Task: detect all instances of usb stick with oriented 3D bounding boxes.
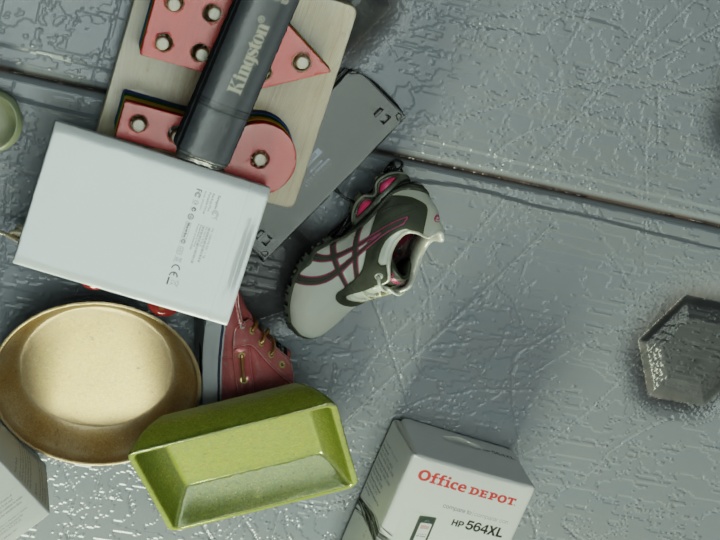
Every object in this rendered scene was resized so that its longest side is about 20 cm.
[{"bbox_3d":[-0.105,-0.183,1.480,0.055,0.033,0.201,21,104,-15],"label":"usb stick"}]

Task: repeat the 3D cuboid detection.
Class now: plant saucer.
[{"bbox_3d":[-0.112,0.175,1.647,0.199,0.048,0.200,-13,150,-1],"label":"plant saucer"},{"bbox_3d":[-0.252,0.100,1.619,0.199,0.035,0.201,-3,126,-4],"label":"plant saucer"}]

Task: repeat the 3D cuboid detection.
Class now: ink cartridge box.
[{"bbox_3d":[0.071,0.272,1.756,0.146,0.084,0.201,17,107,-19],"label":"ink cartridge box"}]

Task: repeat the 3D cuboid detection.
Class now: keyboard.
[{"bbox_3d":[-0.035,-0.089,1.626,0.200,0.021,0.127,-45,109,7],"label":"keyboard"}]

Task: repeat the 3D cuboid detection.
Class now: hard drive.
[{"bbox_3d":[-0.195,-0.042,1.514,0.199,0.027,0.132,17,97,-13],"label":"hard drive"}]

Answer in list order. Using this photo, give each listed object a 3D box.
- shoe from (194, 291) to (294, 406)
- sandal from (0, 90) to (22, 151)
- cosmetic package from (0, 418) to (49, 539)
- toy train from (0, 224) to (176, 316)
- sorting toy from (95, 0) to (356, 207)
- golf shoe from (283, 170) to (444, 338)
[{"bbox_3d":[-0.112,0.067,1.643,0.091,0.072,0.201,-3,117,-14],"label":"shoe"},{"bbox_3d":[-0.402,-0.124,1.503,0.200,0.057,0.080,-12,113,-9],"label":"sandal"},{"bbox_3d":[-0.385,0.160,1.591,0.085,0.108,0.200,-37,113,3],"label":"cosmetic package"},{"bbox_3d":[-0.231,-0.048,1.556,0.199,0.085,0.116,23,106,-20],"label":"toy train"},{"bbox_3d":[-0.122,-0.169,1.537,0.198,0.070,0.201,15,105,-14],"label":"sorting toy"},{"bbox_3d":[0.000,0.000,1.616,0.077,0.088,0.200,14,121,-45],"label":"golf shoe"}]
